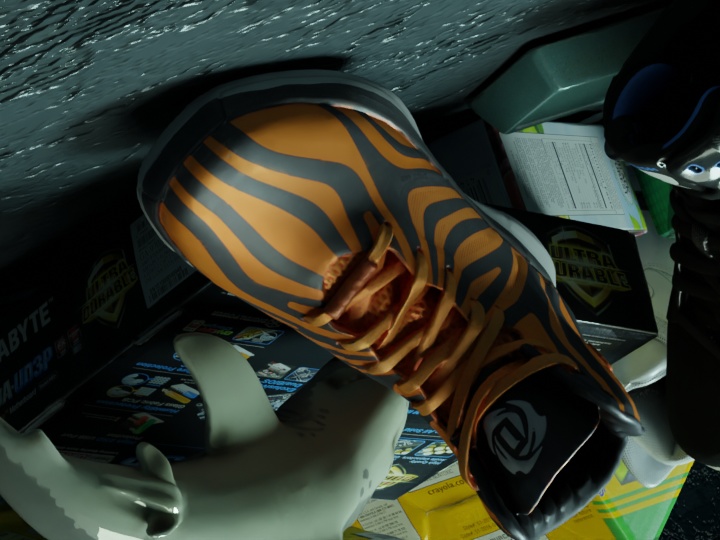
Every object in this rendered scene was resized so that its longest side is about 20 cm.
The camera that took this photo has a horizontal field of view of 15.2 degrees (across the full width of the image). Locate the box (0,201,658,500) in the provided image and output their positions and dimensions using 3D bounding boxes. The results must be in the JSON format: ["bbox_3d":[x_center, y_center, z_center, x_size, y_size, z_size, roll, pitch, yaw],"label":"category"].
[{"bbox_3d":[-0.017,0.027,0.964,0.199,0.046,0.159,8,148,-38],"label":"box"}]

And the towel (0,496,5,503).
[{"bbox_3d":[-0.152,0.075,1.076,0.199,0.022,0.146,-5,179,43],"label":"towel"}]

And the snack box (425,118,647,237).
[{"bbox_3d":[0.000,0.000,1.079,0.199,0.053,0.142,-23,171,23],"label":"snack box"}]

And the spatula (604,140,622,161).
[{"bbox_3d":[0.170,-0.075,0.958,0.199,0.021,0.057,-18,-141,32],"label":"spatula"}]

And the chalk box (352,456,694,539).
[{"bbox_3d":[0.077,0.044,1.210,0.124,0.124,0.200,-23,-160,33],"label":"chalk box"}]

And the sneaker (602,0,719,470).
[{"bbox_3d":[0.117,-0.021,0.913,0.111,0.073,0.201,-4,120,-39],"label":"sneaker"}]

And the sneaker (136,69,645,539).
[{"bbox_3d":[0.024,0.014,0.811,0.078,0.112,0.200,-48,139,15],"label":"sneaker"}]

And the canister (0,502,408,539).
[{"bbox_3d":[-0.057,0.132,0.968,0.148,0.087,0.200,-7,-174,-32],"label":"canister"}]

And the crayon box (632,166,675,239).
[{"bbox_3d":[0.216,-0.080,1.080,0.199,0.059,0.119,-19,173,-17],"label":"crayon box"}]

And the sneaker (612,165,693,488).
[{"bbox_3d":[0.163,0.051,1.154,0.075,0.115,0.200,-25,128,38],"label":"sneaker"}]

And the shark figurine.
[{"bbox_3d":[-0.078,0.067,0.832,0.214,0.129,0.089,16,153,-37],"label":"shark figurine"}]

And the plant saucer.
[{"bbox_3d":[0.138,-0.089,0.959,0.199,0.019,0.070,-20,173,-20],"label":"plant saucer"}]
